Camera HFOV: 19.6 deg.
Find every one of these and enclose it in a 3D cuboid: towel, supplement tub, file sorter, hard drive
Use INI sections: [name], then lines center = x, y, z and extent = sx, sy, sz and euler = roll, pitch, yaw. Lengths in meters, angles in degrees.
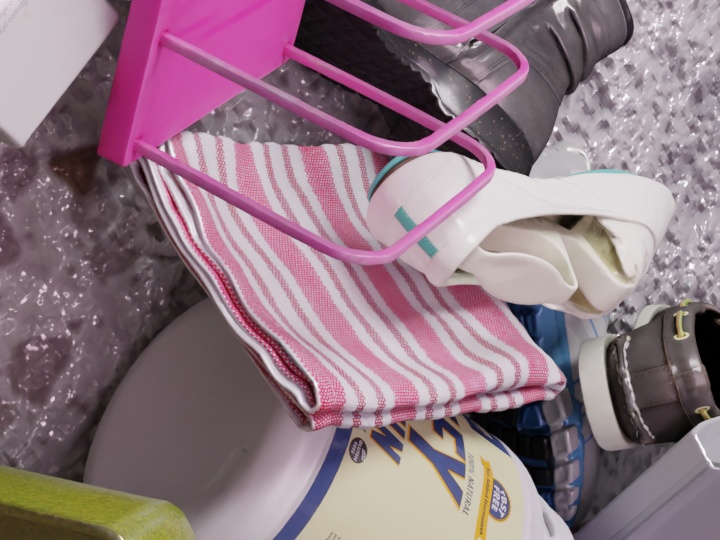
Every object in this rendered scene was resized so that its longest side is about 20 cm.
[towel]
center = 0.000, 0.000, 0.880
extent = 0.030, 0.147, 0.199
euler = -47, 156, 26
[supplement tub]
center = -0.009, 0.113, 0.927
extent = 0.200, 0.145, 0.146
euler = 37, 80, -35
[file sorter]
center = 0.007, -0.125, 0.776
extent = 0.139, 0.125, 0.201
euler = -41, 153, -55
[hard drive]
center = 0.169, 0.116, 1.036
extent = 0.131, 0.200, 0.026
euler = -14, 67, -31

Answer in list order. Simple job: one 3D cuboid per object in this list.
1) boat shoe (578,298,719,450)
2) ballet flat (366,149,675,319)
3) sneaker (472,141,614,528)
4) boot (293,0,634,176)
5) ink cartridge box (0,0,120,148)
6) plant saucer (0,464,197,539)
[boat shoe]
center = 0.164, 0.050, 1.025
extent = 0.201, 0.060, 0.072
euler = -12, 88, -67
[ballet flat]
center = 0.083, -0.008, 0.916
extent = 0.199, 0.069, 0.070
euler = 6, 98, -47
[sneaker]
center = 0.101, 0.031, 1.029
extent = 0.086, 0.075, 0.201
euler = -21, 113, -35
[boot]
center = 0.031, -0.137, 0.949
extent = 0.200, 0.070, 0.132
euler = 47, 59, -24
[ink cartridge box]
center = -0.195, -0.138, 0.756
extent = 0.200, 0.116, 0.068
euler = 44, 76, -32
[plant saucer]
center = -0.106, 0.154, 0.846
extent = 0.048, 0.199, 0.201
euler = -43, 122, -34
